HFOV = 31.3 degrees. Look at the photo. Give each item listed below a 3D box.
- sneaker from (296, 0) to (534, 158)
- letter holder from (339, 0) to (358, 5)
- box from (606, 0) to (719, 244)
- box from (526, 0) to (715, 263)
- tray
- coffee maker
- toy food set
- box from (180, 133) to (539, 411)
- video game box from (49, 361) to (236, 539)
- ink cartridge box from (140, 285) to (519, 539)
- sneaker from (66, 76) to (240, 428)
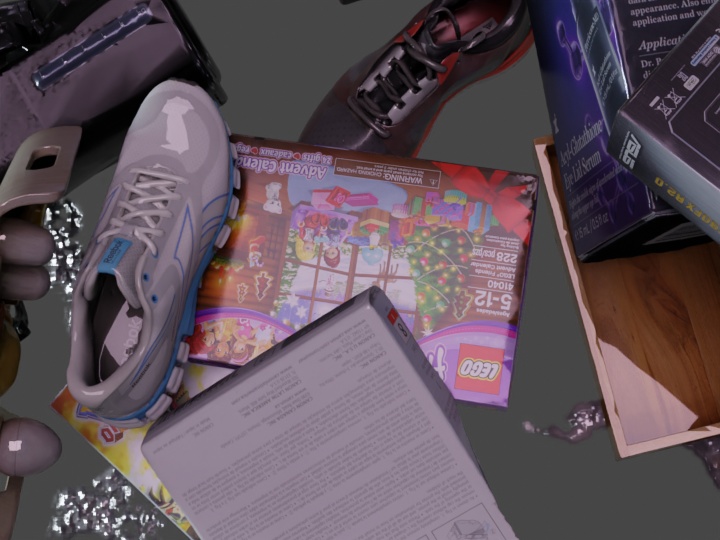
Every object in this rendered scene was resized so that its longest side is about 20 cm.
[{"bbox_3d":[0.029,-0.124,0.807,0.200,0.082,0.077,-44,77,-4],"label":"sneaker"},{"bbox_3d":[0.007,-0.278,0.780,0.099,0.200,0.144,-15,77,3],"label":"letter holder"},{"bbox_3d":[0.237,-0.087,0.595,0.158,0.048,0.200,40,80,14],"label":"box"},{"bbox_3d":[0.166,-0.120,0.709,0.103,0.148,0.203,-10,82,-7],"label":"box"},{"bbox_3d":[0.178,0.006,0.789,0.097,0.037,0.203,-14,78,3],"label":"tray"},{"bbox_3d":[-0.186,-0.096,0.816,0.198,0.135,0.193,-30,112,1],"label":"coffee maker"},{"bbox_3d":[-0.183,0.030,0.711,0.060,0.144,0.203,11,108,-12],"label":"toy food set"},{"bbox_3d":[0.000,0.000,0.763,0.197,0.039,0.139,8,81,7],"label":"box"},{"bbox_3d":[-0.062,0.068,0.799,0.182,0.047,0.201,39,85,14],"label":"video game box"},{"bbox_3d":[-0.004,0.134,0.728,0.161,0.050,0.201,-31,100,13],"label":"ink cartridge box"},{"bbox_3d":[-0.119,-0.013,0.713,0.074,0.087,0.203,9,83,9],"label":"sneaker"}]
